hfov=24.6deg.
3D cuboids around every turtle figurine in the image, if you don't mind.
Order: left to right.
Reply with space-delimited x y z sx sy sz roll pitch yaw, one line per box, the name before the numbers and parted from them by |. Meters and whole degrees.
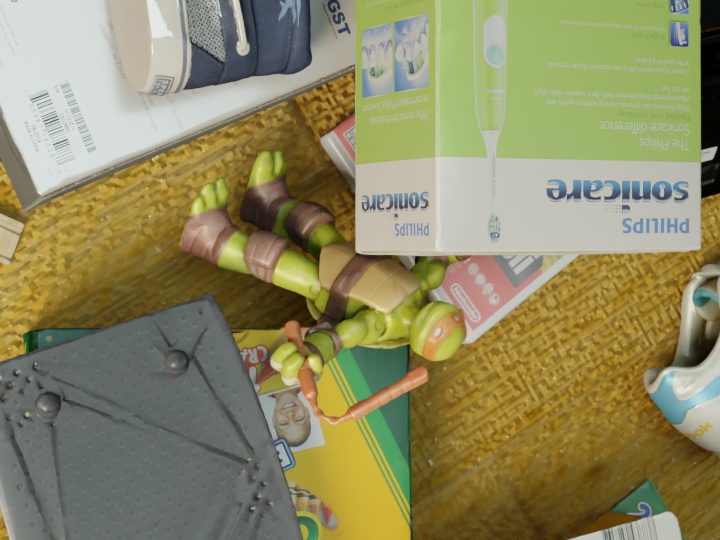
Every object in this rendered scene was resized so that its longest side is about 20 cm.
turtle figurine | 0.000 0.000 0.841 0.161 0.065 0.200 32 50 22

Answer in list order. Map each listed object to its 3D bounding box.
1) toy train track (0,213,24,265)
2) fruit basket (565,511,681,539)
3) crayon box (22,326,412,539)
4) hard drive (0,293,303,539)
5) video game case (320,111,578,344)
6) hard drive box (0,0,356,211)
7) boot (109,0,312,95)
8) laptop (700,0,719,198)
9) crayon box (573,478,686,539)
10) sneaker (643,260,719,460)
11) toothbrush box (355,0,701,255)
toy train track | -0.239 0.005 0.824 0.114 0.033 0.201 22 81 -16
fruit basket | 0.090 0.237 0.850 0.198 0.094 0.187 -15 91 -2
crayon box | -0.074 0.090 0.859 0.198 0.058 0.120 0 87 -18
hard drive | -0.100 0.125 0.795 0.134 0.042 0.201 -18 92 -18
video game case | 0.093 -0.074 0.946 0.200 0.017 0.143 -38 98 -17
hard drive box | -0.110 -0.141 0.852 0.199 0.077 0.157 -24 94 -18
boot | -0.079 -0.188 0.796 0.090 0.073 0.202 -9 96 -26
laptop | 0.173 -0.139 0.926 0.176 0.201 0.103 -15 48 -27
crayon box | 0.130 0.226 0.923 0.199 0.052 0.126 -35 98 -17
sneaker | 0.242 0.012 0.960 0.081 0.076 0.201 36 75 -11
toothbrush box | 0.078 -0.108 0.771 0.145 0.086 0.202 -2 90 -27
